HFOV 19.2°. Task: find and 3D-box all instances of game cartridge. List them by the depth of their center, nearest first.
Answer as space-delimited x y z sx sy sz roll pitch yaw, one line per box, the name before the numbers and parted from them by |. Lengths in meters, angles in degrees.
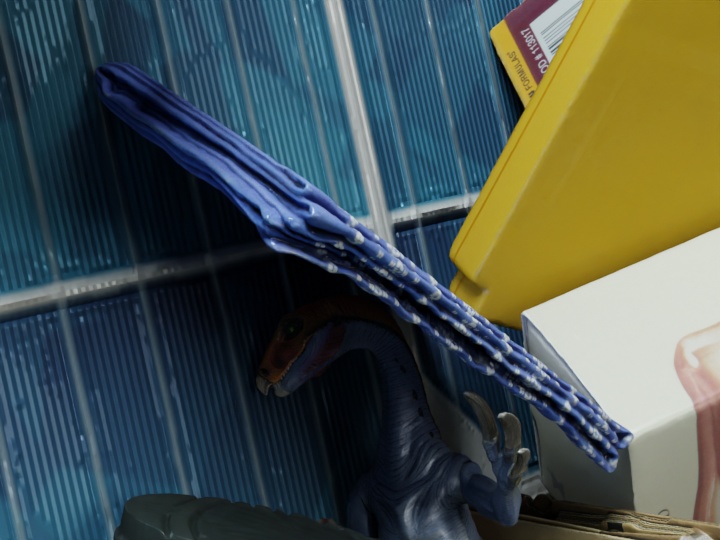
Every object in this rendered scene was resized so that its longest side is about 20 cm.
game cartridge | 0.148 -0.041 0.876 0.199 0.177 0.032 15 24 -33

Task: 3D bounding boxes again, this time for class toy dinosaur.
toy dinosaur | 0.012 0.106 0.818 0.200 0.105 0.182 82 -3 -70

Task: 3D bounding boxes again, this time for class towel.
towel | 0.000 0.000 0.764 0.200 0.145 0.024 37 89 -41

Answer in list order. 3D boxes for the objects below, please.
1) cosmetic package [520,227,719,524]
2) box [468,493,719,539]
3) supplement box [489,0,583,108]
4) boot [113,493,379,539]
cosmetic package | 0.175 0.039 0.866 0.199 0.087 0.104 -23 132 -13
box | 0.128 0.183 0.829 0.021 0.163 0.201 -33 112 -36
supplement box | 0.160 -0.051 0.977 0.200 0.086 0.111 38 23 -41
boot | -0.005 0.176 0.723 0.073 0.197 0.163 -69 175 -81
